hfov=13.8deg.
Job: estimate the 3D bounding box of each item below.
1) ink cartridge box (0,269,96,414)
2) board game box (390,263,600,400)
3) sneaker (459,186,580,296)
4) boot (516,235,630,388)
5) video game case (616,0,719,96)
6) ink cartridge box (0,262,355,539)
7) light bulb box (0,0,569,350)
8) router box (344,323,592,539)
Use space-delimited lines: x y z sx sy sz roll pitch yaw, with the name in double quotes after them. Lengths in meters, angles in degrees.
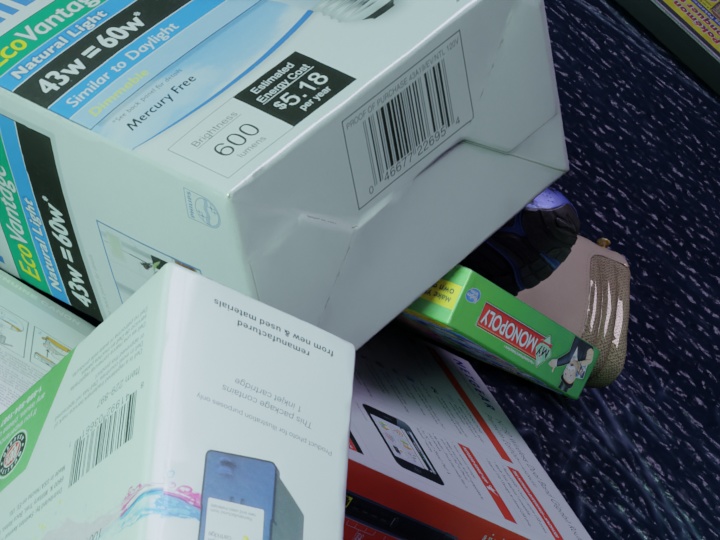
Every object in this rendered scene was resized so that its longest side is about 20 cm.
-0.104 0.084 1.273 0.200 0.045 0.176 32 14 -14 "ink cartridge box"
0.000 0.000 1.411 0.200 0.029 0.134 22 -4 35 "board game box"
0.034 -0.042 1.485 0.200 0.078 0.075 13 -36 45 "sneaker"
0.066 -0.029 1.626 0.155 0.073 0.200 21 34 -30 "boot"
0.265 -0.200 2.140 0.200 0.026 0.181 43 42 6 "video game case"
-0.080 0.123 1.073 0.087 0.145 0.200 25 48 -25 "ink cartridge box"
-0.050 -0.069 1.309 0.200 0.125 0.198 25 51 36 "light bulb box"
0.003 0.075 1.356 0.179 0.049 0.200 27 16 -29 "router box"
